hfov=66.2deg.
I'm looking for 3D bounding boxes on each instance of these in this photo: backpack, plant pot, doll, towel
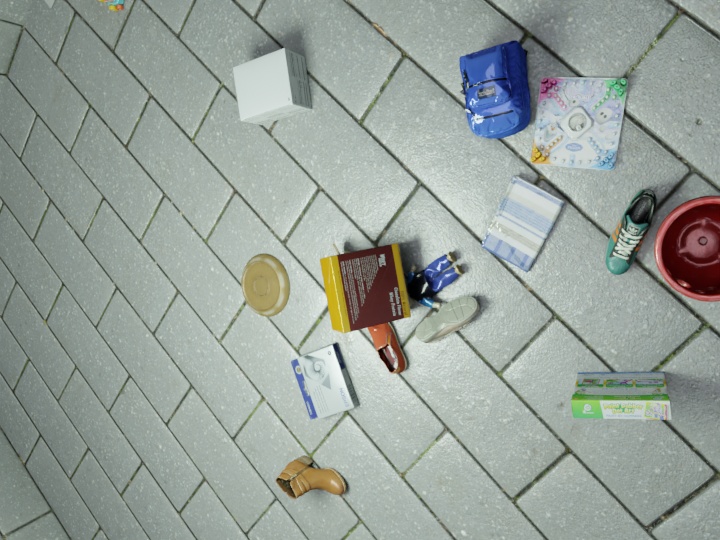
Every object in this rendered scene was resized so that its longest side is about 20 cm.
[{"bbox_3d":[0.316,-0.421,1.321,0.158,0.166,0.208,-5,98,34],"label":"backpack"},{"bbox_3d":[-0.315,0.050,1.784,0.194,0.027,0.208,3,97,27],"label":"plant pot"},{"bbox_3d":[0.187,0.040,1.508,0.198,0.048,0.139,-36,79,26],"label":"doll"},{"bbox_3d":[0.715,-0.050,1.145,0.194,0.181,0.209,3,98,26],"label":"plant pot"},{"bbox_3d":[0.405,-0.118,1.390,0.144,0.024,0.205,30,111,19],"label":"towel"}]

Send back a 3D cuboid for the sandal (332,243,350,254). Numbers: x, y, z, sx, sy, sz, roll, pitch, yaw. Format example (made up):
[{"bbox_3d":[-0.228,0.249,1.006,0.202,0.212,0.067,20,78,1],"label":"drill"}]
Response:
[{"bbox_3d":[0.000,0.000,1.602,0.068,0.078,0.216,-30,88,-1],"label":"sandal"}]

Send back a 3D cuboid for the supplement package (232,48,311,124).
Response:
[{"bbox_3d":[-0.262,-0.540,1.637,0.194,0.110,0.162,-7,93,27],"label":"supplement package"}]

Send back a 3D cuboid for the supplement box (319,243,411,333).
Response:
[{"bbox_3d":[0.011,0.046,1.498,0.193,0.132,0.205,-11,92,-17],"label":"supplement box"}]

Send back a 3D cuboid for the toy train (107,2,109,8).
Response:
[{"bbox_3d":[-0.891,-1.013,1.939,0.200,0.055,0.152,45,114,16],"label":"toy train"}]

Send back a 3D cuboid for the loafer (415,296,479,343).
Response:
[{"bbox_3d":[0.241,0.137,1.494,0.197,0.062,0.074,-33,49,24],"label":"loafer"}]

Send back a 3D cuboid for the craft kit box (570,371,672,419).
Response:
[{"bbox_3d":[0.586,0.278,1.245,0.194,0.196,0.050,-7,93,28],"label":"craft kit box"}]

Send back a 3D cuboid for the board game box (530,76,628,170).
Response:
[{"bbox_3d":[0.511,-0.349,1.304,0.194,0.026,0.208,10,101,26],"label":"board game box"}]

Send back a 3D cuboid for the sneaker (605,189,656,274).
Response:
[{"bbox_3d":[0.610,-0.086,1.252,0.070,0.079,0.207,22,106,23],"label":"sneaker"}]

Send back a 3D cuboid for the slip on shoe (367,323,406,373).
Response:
[{"bbox_3d":[0.067,0.204,1.585,0.073,0.061,0.204,-32,80,28],"label":"slip on shoe"}]

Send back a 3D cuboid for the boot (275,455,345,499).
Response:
[{"bbox_3d":[-0.153,0.655,1.701,0.196,0.154,0.079,30,108,21],"label":"boot"}]

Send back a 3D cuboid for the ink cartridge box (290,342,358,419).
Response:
[{"bbox_3d":[-0.123,0.350,1.712,0.196,0.040,0.206,-24,85,28],"label":"ink cartridge box"}]
